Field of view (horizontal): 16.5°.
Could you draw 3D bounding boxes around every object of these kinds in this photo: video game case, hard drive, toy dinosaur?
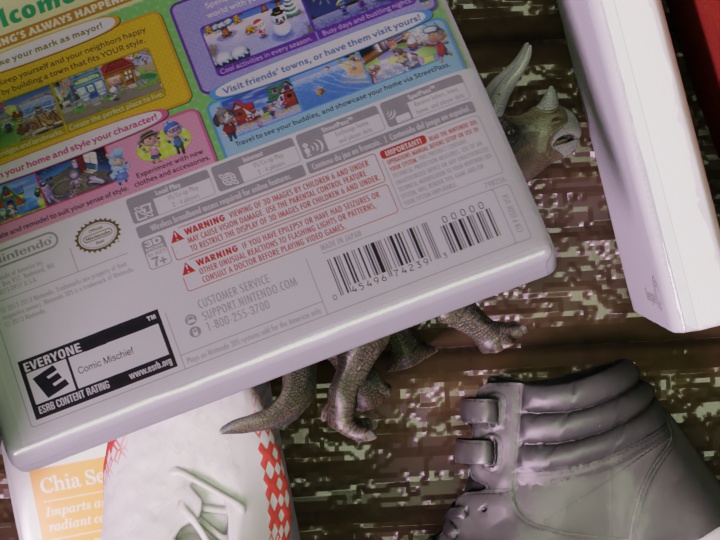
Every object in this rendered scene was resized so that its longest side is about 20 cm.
[{"bbox_3d":[-0.055,-0.044,0.882,0.200,0.022,0.182,-21,66,-2],"label":"video game case"},{"bbox_3d":[0.094,-0.080,0.908,0.027,0.132,0.200,-15,93,0],"label":"hard drive"},{"bbox_3d":[0.000,0.000,0.923,0.200,0.077,0.102,-31,104,-34],"label":"toy dinosaur"}]

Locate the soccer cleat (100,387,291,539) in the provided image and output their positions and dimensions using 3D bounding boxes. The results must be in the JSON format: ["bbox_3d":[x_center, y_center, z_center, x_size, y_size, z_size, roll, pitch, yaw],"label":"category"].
[{"bbox_3d":[-0.063,0.126,0.875,0.069,0.085,0.200,5,95,0],"label":"soccer cleat"}]

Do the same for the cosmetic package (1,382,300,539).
[{"bbox_3d":[-0.090,0.029,0.948,0.101,0.071,0.200,-11,93,2],"label":"cosmetic package"}]

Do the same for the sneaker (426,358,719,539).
[{"bbox_3d":[0.040,0.100,0.954,0.200,0.071,0.099,-24,89,-1],"label":"sneaker"}]

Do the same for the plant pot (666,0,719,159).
[{"bbox_3d":[0.213,-0.078,0.886,0.200,0.200,0.176,-8,105,2],"label":"plant pot"}]
